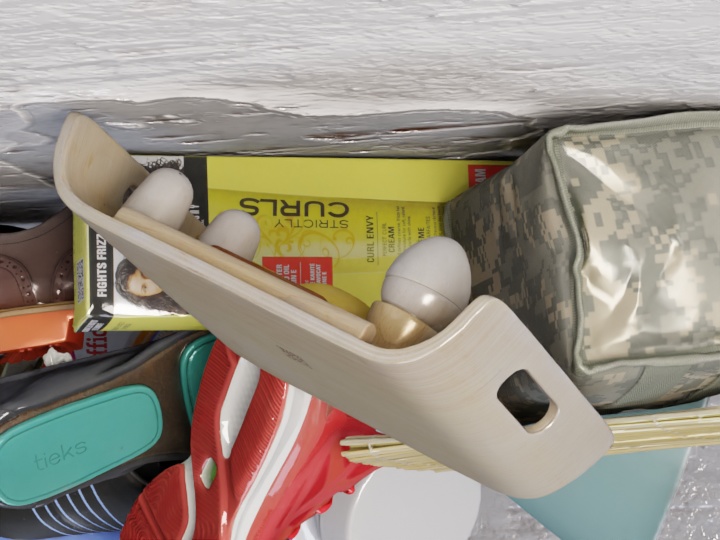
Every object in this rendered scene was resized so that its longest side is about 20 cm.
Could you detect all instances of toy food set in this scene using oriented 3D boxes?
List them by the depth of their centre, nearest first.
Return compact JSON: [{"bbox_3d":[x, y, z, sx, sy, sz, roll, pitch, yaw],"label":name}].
[{"bbox_3d":[-0.010,0.008,1.045,0.200,0.060,0.144,26,169,31],"label":"toy food set"}]

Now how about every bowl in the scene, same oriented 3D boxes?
[{"bbox_3d":[0.115,0.040,1.315,0.105,0.201,0.201,20,176,5],"label":"bowl"}]

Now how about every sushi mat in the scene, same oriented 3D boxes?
[{"bbox_3d":[0.099,0.068,1.131,0.200,0.012,0.096,-7,171,25],"label":"sushi mat"}]

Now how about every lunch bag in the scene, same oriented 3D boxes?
[{"bbox_3d":[0.152,-0.001,1.126,0.200,0.118,0.164,-6,172,-15],"label":"lunch bag"}]

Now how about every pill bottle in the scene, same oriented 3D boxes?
[{"bbox_3d":[-0.031,0.087,1.393,0.112,0.112,0.200,3,-164,-40],"label":"pill bottle"}]

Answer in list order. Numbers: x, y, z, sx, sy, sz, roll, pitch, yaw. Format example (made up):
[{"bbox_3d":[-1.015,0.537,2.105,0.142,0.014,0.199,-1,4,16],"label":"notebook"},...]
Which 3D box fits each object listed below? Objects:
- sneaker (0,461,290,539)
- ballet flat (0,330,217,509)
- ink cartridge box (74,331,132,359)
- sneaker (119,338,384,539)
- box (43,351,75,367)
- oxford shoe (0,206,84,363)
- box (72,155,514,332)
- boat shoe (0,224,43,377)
[{"bbox_3d":[-0.123,0.096,1.320,0.200,0.078,0.070,8,-143,19],"label":"sneaker"},{"bbox_3d":[-0.092,0.055,1.243,0.200,0.073,0.073,-15,-179,-24],"label":"ballet flat"},{"bbox_3d":[-0.081,0.065,1.633,0.200,0.083,0.147,0,-152,-6],"label":"ink cartridge box"},{"bbox_3d":[-0.028,0.103,1.214,0.115,0.078,0.200,-1,136,-34],"label":"sneaker"},{"bbox_3d":[-0.242,0.066,1.448,0.095,0.100,0.200,-3,-159,29],"label":"box"},{"bbox_3d":[-0.098,-0.008,1.259,0.200,0.073,0.071,-11,173,-6],"label":"oxford shoe"},{"bbox_3d":[-0.025,-0.011,1.200,0.200,0.075,0.050,1,172,-14],"label":"box"},{"bbox_3d":[-0.193,0.039,1.353,0.074,0.066,0.200,19,-154,4],"label":"boat shoe"}]
